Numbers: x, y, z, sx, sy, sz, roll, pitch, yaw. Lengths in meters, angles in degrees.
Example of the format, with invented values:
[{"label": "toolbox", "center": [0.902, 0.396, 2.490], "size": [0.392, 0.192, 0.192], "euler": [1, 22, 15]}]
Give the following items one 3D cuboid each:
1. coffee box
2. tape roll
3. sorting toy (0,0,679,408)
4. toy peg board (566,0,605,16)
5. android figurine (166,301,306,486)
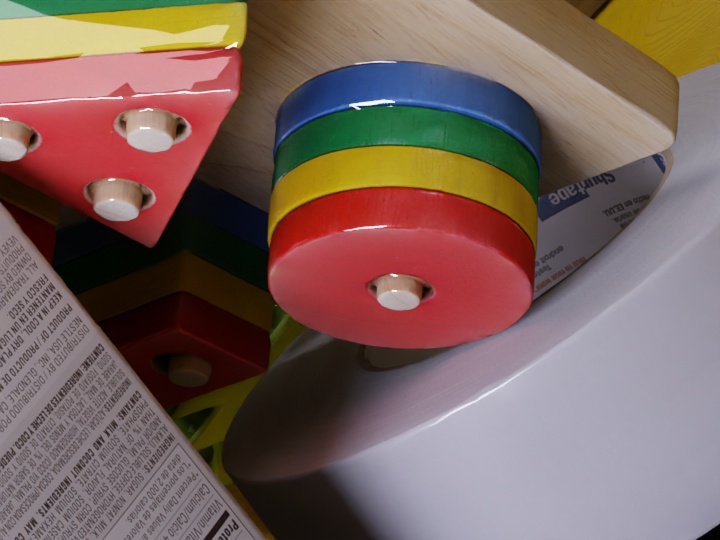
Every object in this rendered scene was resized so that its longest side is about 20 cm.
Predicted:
[{"label": "coffee box", "center": [-0.093, 0.077, 0.711], "size": [0.113, 0.200, 0.080], "euler": [-22, 21, 42]}, {"label": "tape roll", "center": [0.060, 0.021, 0.833], "size": [0.200, 0.066, 0.200], "euler": [-34, 13, 9]}, {"label": "sorting toy", "center": [-0.056, -0.028, 0.756], "size": [0.199, 0.200, 0.070], "euler": [-21, 54, 39]}, {"label": "toy peg board", "center": [0.010, -0.123, 1.425], "size": [0.200, 0.098, 0.199], "euler": [-22, 18, 44]}, {"label": "android figurine", "center": [0.000, 0.000, 0.978], "size": [0.182, 0.041, 0.200], "euler": [-52, -19, 25]}]
